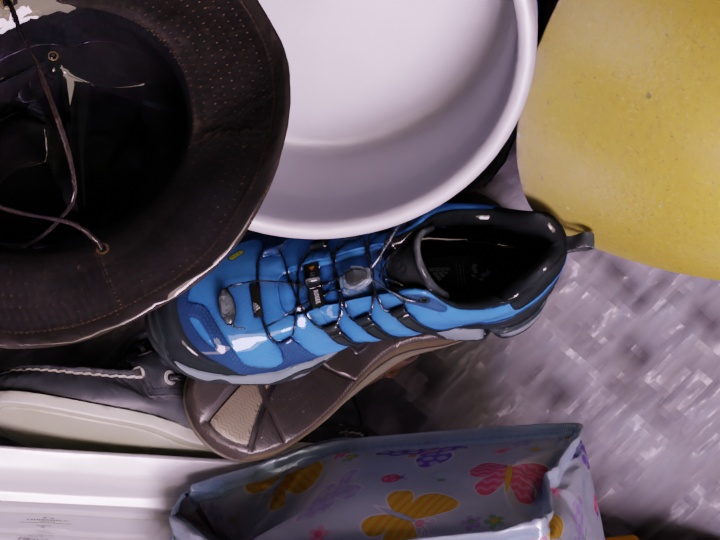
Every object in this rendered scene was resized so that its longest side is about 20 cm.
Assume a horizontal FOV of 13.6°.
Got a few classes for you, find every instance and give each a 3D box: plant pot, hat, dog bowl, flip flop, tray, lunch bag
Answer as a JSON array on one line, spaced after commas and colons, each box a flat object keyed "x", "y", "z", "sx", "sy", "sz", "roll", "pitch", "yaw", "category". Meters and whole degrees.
[{"x": 0.189, "y": -0.072, "z": 1.362, "sx": 0.200, "sy": 0.142, "sz": 0.201, "roll": -32, "pitch": 140, "yaw": -31, "category": "plant pot"}, {"x": -0.123, "y": -0.049, "z": 1.272, "sx": 0.200, "sy": 0.201, "sz": 0.081, "roll": -24, "pitch": 160, "yaw": -3, "category": "hat"}, {"x": -0.021, "y": -0.119, "z": 1.324, "sx": 0.199, "sy": 0.079, "sz": 0.201, "roll": 2, "pitch": 121, "yaw": 4, "category": "dog bowl"}, {"x": -0.002, "y": 0.027, "z": 1.439, "sx": 0.200, "sy": 0.058, "sz": 0.081, "roll": -36, "pitch": 84, "yaw": -22, "category": "flip flop"}, {"x": -0.152, "y": 0.113, "z": 1.442, "sx": 0.199, "sy": 0.022, "sz": 0.107, "roll": 5, "pitch": 157, "yaw": -19, "category": "tray"}, {"x": 0.018, "y": 0.168, "z": 1.412, "sx": 0.199, "sy": 0.127, "sz": 0.170, "roll": -8, "pitch": 112, "yaw": 17, "category": "lunch bag"}]

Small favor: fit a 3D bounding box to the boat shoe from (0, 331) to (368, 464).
[{"x": -0.087, "y": 0.058, "z": 1.447, "sx": 0.198, "sy": 0.066, "sz": 0.074, "roll": 9, "pitch": 160, "yaw": -19, "category": "boat shoe"}]

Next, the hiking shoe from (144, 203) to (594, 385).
[{"x": 0.000, "y": 0.000, "z": 1.370, "sx": 0.199, "sy": 0.075, "sz": 0.087, "roll": -11, "pitch": 165, "yaw": -18, "category": "hiking shoe"}]

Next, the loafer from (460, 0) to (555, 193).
[{"x": 0.056, "y": -0.121, "z": 1.389, "sx": 0.071, "sy": 0.063, "sz": 0.201, "roll": -1, "pitch": 118, "yaw": -17, "category": "loafer"}]

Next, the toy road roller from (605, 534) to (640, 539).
[{"x": 0.119, "y": 0.184, "z": 1.560, "sx": 0.123, "sy": 0.146, "sz": 0.200, "roll": -55, "pitch": 155, "yaw": 16, "category": "toy road roller"}]
